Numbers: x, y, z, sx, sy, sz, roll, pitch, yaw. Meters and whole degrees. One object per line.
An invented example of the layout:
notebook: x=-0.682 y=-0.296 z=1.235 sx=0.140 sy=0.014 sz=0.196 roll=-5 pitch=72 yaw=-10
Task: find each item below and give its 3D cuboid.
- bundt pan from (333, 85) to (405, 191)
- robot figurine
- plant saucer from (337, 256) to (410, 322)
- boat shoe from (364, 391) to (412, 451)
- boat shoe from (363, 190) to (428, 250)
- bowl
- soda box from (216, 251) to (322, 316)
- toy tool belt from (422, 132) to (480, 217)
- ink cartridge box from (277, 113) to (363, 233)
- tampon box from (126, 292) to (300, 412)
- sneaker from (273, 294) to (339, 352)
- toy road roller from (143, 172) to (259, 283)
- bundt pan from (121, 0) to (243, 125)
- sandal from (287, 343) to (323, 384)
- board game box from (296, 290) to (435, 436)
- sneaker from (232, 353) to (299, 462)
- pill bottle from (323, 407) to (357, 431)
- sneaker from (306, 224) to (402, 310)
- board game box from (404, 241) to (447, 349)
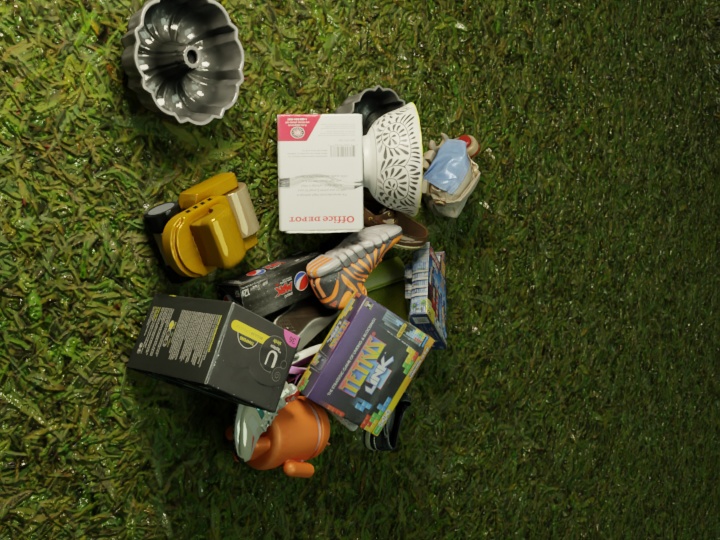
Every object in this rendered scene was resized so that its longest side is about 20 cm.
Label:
bundt pan: x=0.014 y=-0.245 z=1.652 sx=0.202 sy=0.076 sz=0.202 roll=-6 pitch=98 yaw=-47
robot figurine: x=-0.133 y=0.279 z=1.505 sx=0.200 sy=0.144 sz=0.117 roll=-1 pitch=112 yaw=-48
plant saucer: x=0.040 y=0.089 z=1.728 sx=0.200 sy=0.048 sz=0.200 roll=-17 pitch=106 yaw=-45
boat shoe: x=0.070 y=0.269 z=1.761 sx=0.074 sy=0.066 sz=0.200 roll=39 pitch=66 yaw=-44
boat shoe: x=0.041 y=-0.099 z=1.614 sx=0.200 sy=0.068 sz=0.072 roll=22 pitch=41 yaw=-14
bowl: x=0.047 y=-0.193 z=1.539 sx=0.094 sy=0.201 sz=0.201 roll=-2 pitch=96 yaw=-7
soda box: x=-0.148 y=0.027 z=1.507 sx=0.200 sy=0.063 sz=0.071 roll=-23 pitch=110 yaw=-44
toy tool belt: x=0.183 y=-0.218 z=1.807 sx=0.123 sy=0.125 sz=0.200 roll=46 pitch=60 yaw=-49
ink cartridge box: x=-0.071 y=-0.167 z=1.513 sx=0.145 sy=0.083 sz=0.200 roll=-1 pitch=96 yaw=-7
tampon box: x=-0.223 y=0.122 z=1.331 sx=0.150 sy=0.200 sz=0.126 roll=32 pitch=70 yaw=-44
sneaker: x=-0.109 y=0.097 z=1.569 sx=0.200 sy=0.073 sz=0.085 roll=-30 pitch=156 yaw=-54
toy road roller: x=-0.220 y=-0.063 z=1.359 sx=0.200 sy=0.146 sz=0.123 roll=-36 pitch=119 yaw=-40
bundt pan: x=-0.275 y=-0.318 z=1.319 sx=0.202 sy=0.076 sz=0.202 roll=-5 pitch=97 yaw=-47
sandal: x=-0.132 y=0.179 z=1.522 sx=0.202 sy=0.082 sz=0.050 roll=-20 pitch=84 yaw=-31
board game box: x=0.010 y=0.162 z=1.517 sx=0.165 sy=0.057 sz=0.200 roll=33 pitch=86 yaw=-28
sneaker: x=-0.148 y=0.211 z=1.404 sx=0.070 sy=0.093 sz=0.200 roll=101 pitch=-3 yaw=-64
pill bottle: x=0.010 y=0.188 z=1.616 sx=0.200 sy=0.111 sz=0.111 roll=-49 pitch=129 yaw=-8
sneaker: x=0.000 y=0.000 z=1.555 sx=0.200 sy=0.078 sz=0.112 roll=-30 pitch=114 yaw=-21
board game box: x=0.129 y=0.032 z=1.751 sx=0.200 sy=0.062 sz=0.200 roll=58 pitch=32 yaw=-60
